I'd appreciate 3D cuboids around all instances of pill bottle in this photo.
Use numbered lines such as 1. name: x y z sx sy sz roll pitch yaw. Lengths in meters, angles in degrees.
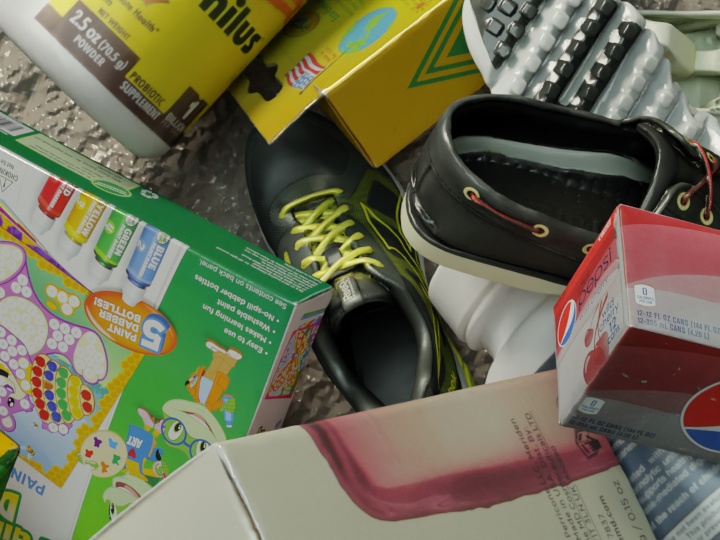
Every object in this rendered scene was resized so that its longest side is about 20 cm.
1. pill bottle: 0.125 0.057 0.799 0.119 0.120 0.200 -40 72 0
2. pill bottle: -0.071 -0.158 0.852 0.109 0.109 0.200 42 90 18

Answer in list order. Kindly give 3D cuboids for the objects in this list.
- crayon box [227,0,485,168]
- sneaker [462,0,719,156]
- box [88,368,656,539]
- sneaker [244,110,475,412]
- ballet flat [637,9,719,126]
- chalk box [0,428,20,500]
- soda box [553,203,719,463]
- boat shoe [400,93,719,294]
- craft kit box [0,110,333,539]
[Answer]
1. crayon box: 0.029 -0.128 0.868 0.200 0.051 0.127 -37 30 1
2. sneaker: 0.123 -0.065 0.820 0.200 0.081 0.075 39 91 -11
3. box: 0.004 0.123 0.701 0.128 0.199 0.110 -39 68 40
4. sneaker: 0.000 0.000 0.859 0.074 0.085 0.201 -29 72 2
5. ballet flat: 0.162 -0.099 0.860 0.198 0.069 0.070 4 77 13
6. chalk box: -0.259 0.133 0.831 0.124 0.200 0.124 37 45 8
7. soda box: 0.179 0.040 0.709 0.199 0.070 0.064 14 47 -13
8. boat shoe: 0.119 -0.023 0.742 0.200 0.063 0.074 11 54 -8
9. craft kit box: -0.135 0.054 0.853 0.199 0.048 0.199 27 113 17
